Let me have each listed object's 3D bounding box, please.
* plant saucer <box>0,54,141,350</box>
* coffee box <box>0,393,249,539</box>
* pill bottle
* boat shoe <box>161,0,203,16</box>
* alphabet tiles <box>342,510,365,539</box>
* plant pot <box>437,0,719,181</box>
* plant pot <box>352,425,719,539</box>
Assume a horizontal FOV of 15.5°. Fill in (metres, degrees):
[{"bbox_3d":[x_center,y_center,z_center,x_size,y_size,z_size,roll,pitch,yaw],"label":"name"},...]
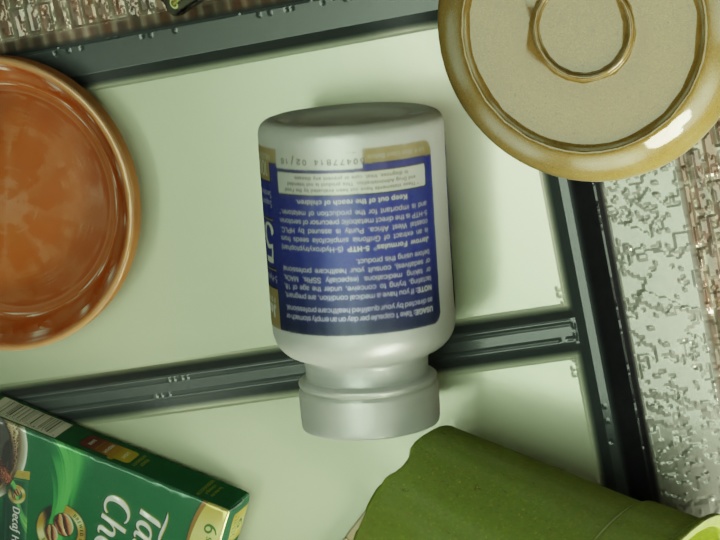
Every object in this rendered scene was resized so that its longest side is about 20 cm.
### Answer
[{"bbox_3d":[-0.240,-0.046,1.785,0.199,0.032,0.201,4,102,18],"label":"plant saucer"},{"bbox_3d":[-0.184,0.176,1.807,0.199,0.044,0.123,22,107,12],"label":"coffee box"},{"bbox_3d":[0.000,0.000,1.671,0.119,0.120,0.201,0,101,18],"label":"pill bottle"},{"bbox_3d":[-0.047,-0.217,1.669,0.201,0.072,0.061,-17,100,27],"label":"boat shoe"},{"bbox_3d":[0.039,0.279,1.779,0.200,0.008,0.167,39,110,7],"label":"alphabet tiles"},{"bbox_3d":[0.141,-0.152,1.644,0.199,0.027,0.201,4,103,18],"label":"plant pot"},{"bbox_3d":[0.101,0.195,1.662,0.190,0.200,0.201,30,109,23],"label":"plant pot"}]
